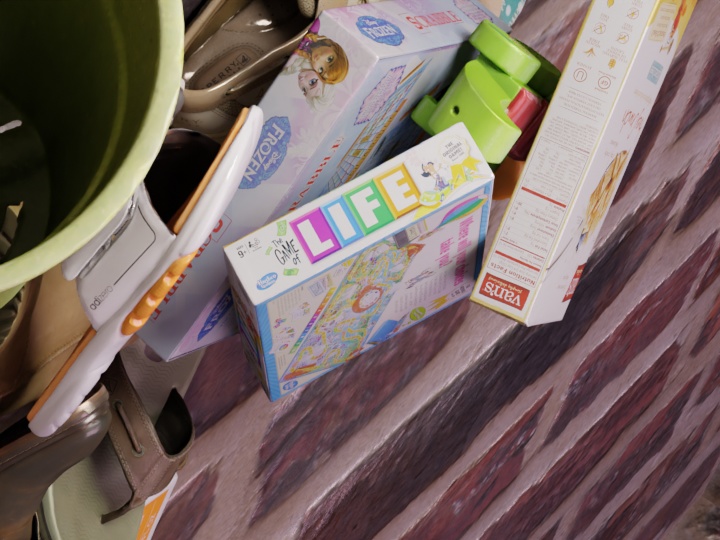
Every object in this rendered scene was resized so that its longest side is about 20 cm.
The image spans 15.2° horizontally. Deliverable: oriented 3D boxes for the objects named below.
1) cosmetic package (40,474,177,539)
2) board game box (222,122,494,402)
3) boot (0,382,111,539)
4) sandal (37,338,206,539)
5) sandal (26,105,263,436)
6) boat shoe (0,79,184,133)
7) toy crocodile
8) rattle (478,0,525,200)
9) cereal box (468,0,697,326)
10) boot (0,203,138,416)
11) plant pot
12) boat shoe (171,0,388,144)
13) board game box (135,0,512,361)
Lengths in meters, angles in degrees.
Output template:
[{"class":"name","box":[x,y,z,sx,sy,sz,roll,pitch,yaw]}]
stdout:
[{"class":"cosmetic package","box":[-0.199,0.172,1.546,0.200,0.071,0.102,-34,154,-51]},{"class":"board game box","box":[0.000,0.000,1.394,0.134,0.034,0.200,-28,165,-8]},{"class":"boot","box":[-0.175,0.138,1.375,0.200,0.097,0.075,-35,-176,32]},{"class":"sandal","box":[-0.123,0.080,1.508,0.080,0.057,0.202,31,74,-42]},{"class":"sandal","box":[-0.117,-0.004,1.246,0.207,0.059,0.079,-51,-172,31]},{"class":"boat shoe","box":[-0.143,-0.069,1.211,0.200,0.066,0.057,5,87,-64]},{"class":"toy crocodile","box":[0.078,-0.085,1.448,0.068,0.062,0.200,-52,168,8]},{"class":"rattle","box":[0.092,-0.125,1.684,0.200,0.142,0.131,-10,115,-60]},{"class":"cereal box","box":[0.122,-0.069,1.447,0.144,0.039,0.201,-3,115,-78]},{"class":"boot","box":[-0.157,0.002,1.356,0.200,0.066,0.176,-35,160,-55]},{"class":"plant pot","box":[-0.171,-0.057,1.010,0.200,0.200,0.190,-50,175,-17]},{"class":"boat shoe","box":[-0.026,-0.147,1.403,0.200,0.071,0.065,-50,165,-14]},{"class":"board game box","box":[-0.021,-0.054,1.432,0.200,0.041,0.199,-54,167,20]}]
